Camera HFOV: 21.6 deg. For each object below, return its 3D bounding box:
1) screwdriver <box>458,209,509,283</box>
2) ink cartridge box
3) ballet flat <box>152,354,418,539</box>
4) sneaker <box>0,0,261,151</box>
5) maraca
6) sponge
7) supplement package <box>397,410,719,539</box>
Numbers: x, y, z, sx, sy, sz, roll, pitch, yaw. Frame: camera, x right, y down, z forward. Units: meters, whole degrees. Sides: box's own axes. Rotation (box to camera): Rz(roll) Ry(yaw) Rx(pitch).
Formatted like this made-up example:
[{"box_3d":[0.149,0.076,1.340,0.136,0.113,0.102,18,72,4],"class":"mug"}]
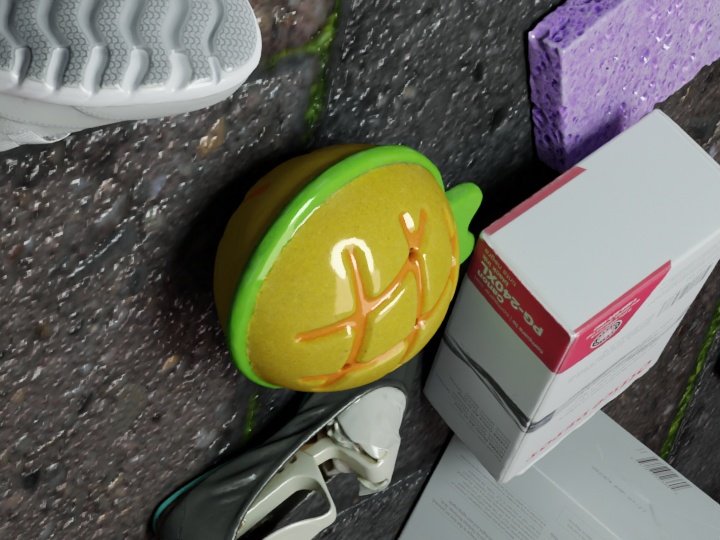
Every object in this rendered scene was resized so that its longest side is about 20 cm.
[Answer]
[{"box_3d":[0.118,-0.046,1.131,0.200,0.029,0.028,-35,146,-32],"class":"screwdriver"},{"box_3d":[0.127,0.020,1.108,0.145,0.083,0.200,-35,162,-25],"class":"ink cartridge box"},{"box_3d":[-0.024,0.110,1.061,0.200,0.068,0.068,-41,148,-18],"class":"ballet flat"},{"box_3d":[-0.135,-0.075,0.668,0.199,0.075,0.082,-2,156,-2],"class":"sneaker"},{"box_3d":[0.000,0.000,0.940,0.137,0.107,0.200,-57,155,14],"class":"maraca"},{"box_3d":[0.177,-0.148,1.090,0.200,0.030,0.112,-39,147,-20],"class":"sponge"},{"box_3d":[0.134,0.221,1.267,0.147,0.191,0.200,-2,125,-51],"class":"supplement package"}]
